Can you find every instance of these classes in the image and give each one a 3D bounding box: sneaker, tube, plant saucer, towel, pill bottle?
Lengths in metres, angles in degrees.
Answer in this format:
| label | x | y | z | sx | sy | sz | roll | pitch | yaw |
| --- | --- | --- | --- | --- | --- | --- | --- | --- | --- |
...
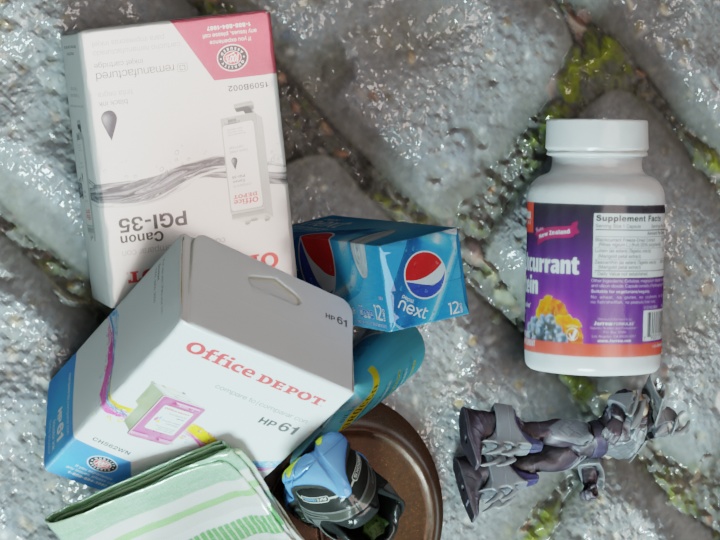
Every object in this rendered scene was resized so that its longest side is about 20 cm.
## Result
| label | x | y | z | sx | sy | sz | roll | pitch | yaw |
| --- | --- | --- | --- | --- | --- | --- | --- | --- | --- |
| sneaker | -0.010 | 0.172 | 1.563 | 0.071 | 0.200 | 0.083 | -38 | 78 | -5 |
| tube | -0.001 | 0.083 | 1.596 | 0.050 | 0.200 | 0.078 | 36 | 111 | 6 |
| plant saucer | -0.016 | 0.198 | 1.677 | 0.199 | 0.034 | 0.202 | -2 | 95 | -26 |
| towel | -0.114 | 0.213 | 1.565 | 0.152 | 0.023 | 0.200 | -24 | 131 | 10 |
| pill bottle | 0.188 | -0.020 | 1.722 | 0.111 | 0.111 | 0.202 | 0 | 93 | -27 |

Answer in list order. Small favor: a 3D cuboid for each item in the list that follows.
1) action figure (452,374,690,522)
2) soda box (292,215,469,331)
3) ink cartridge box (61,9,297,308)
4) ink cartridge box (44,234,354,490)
| label | x | y | z | sx | sy | sz | roll | pitch | yaw |
| --- | --- | --- | --- | --- | --- | --- | --- | --- | --- |
| action figure | 0.175 | 0.141 | 1.736 | 0.198 | 0.070 | 0.131 | -10 | 139 | -15 |
| soda box | 0.000 | 0.000 | 1.578 | 0.067 | 0.200 | 0.065 | -13 | 99 | -26 |
| ink cartridge box | -0.130 | -0.081 | 1.561 | 0.145 | 0.083 | 0.202 | -8 | 97 | -15 |
| ink cartridge box | -0.115 | 0.082 | 1.523 | 0.144 | 0.200 | 0.085 | 23 | 42 | -26 |
